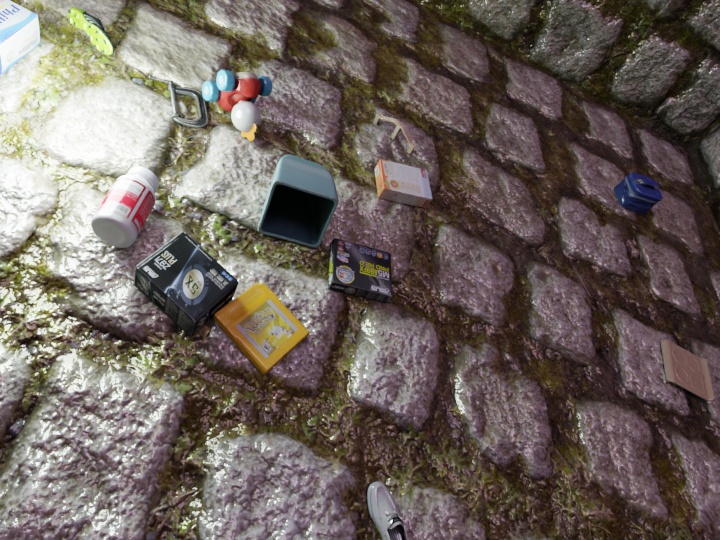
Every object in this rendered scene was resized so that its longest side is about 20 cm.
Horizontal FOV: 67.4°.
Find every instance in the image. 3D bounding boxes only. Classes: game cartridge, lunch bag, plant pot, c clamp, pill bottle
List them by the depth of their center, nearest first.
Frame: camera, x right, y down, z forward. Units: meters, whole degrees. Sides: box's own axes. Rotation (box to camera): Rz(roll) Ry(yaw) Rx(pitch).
[{"bbox_3d":[-0.596,-0.169,1.388,0.110,0.113,0.204,21,50,-12],"label":"pill bottle"},{"bbox_3d":[-0.255,0.143,1.409,0.200,0.033,0.176,46,49,6],"label":"game cartridge"},{"bbox_3d":[-0.183,-0.227,1.605,0.190,0.198,0.204,14,44,-17],"label":"plant pot"},{"bbox_3d":[-0.569,-0.528,1.712,0.167,0.027,0.204,-3,59,-36],"label":"c clamp"},{"bbox_3d":[1.299,-0.371,2.524,0.194,0.133,0.139,11,53,-22],"label":"lunch bag"}]

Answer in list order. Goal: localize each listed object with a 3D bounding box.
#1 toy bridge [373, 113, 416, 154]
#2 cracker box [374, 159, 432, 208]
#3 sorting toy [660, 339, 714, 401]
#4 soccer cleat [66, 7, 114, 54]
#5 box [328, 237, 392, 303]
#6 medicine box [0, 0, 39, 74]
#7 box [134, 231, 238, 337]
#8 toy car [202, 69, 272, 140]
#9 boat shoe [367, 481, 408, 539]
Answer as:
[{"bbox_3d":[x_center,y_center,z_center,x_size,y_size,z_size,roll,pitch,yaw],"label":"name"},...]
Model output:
[{"bbox_3d":[0.139,-0.532,2.060,0.199,0.068,0.027,41,49,4],"label":"toy bridge"},{"bbox_3d":[0.152,-0.307,1.919,0.194,0.058,0.137,9,55,-21],"label":"cracker box"},{"bbox_3d":[1.228,0.378,2.039,0.195,0.037,0.188,24,50,-6],"label":"sorting toy"},{"bbox_3d":[-0.835,-0.759,1.703,0.199,0.068,0.081,43,36,6],"label":"soccer cleat"},{"bbox_3d":[0.000,0.000,1.635,0.195,0.044,0.164,14,52,-19],"label":"box"},{"bbox_3d":[-1.043,-0.679,1.508,0.196,0.103,0.185,25,50,-9],"label":"medicine box"},{"bbox_3d":[-0.435,0.032,1.354,0.199,0.087,0.164,41,50,4],"label":"box"},{"bbox_3d":[-0.385,-0.516,1.741,0.182,0.174,0.207,-10,90,-47],"label":"toy car"},{"bbox_3d":[0.076,0.590,1.254,0.072,0.067,0.204,-7,62,-31],"label":"boat shoe"}]
